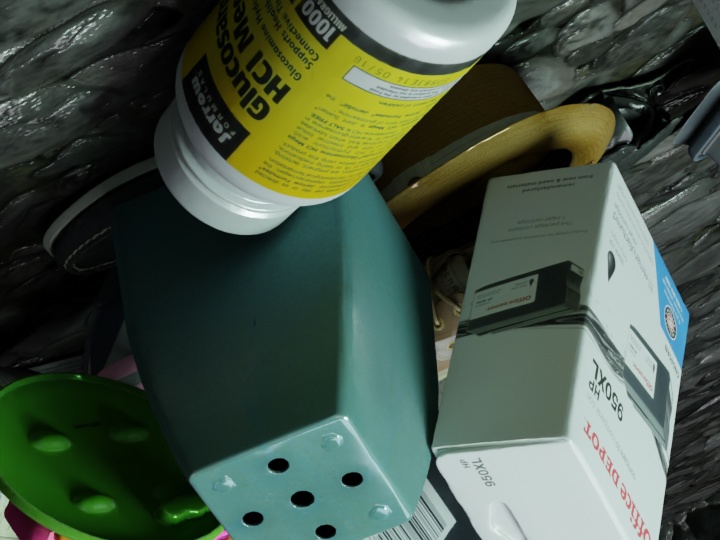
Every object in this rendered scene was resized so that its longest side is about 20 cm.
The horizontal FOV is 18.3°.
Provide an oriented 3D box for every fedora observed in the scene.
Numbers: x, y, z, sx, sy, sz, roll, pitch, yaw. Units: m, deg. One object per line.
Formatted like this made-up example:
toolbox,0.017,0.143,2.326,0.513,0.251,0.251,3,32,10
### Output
fedora,0.056,-0.069,1.373,0.200,0.082,0.201,-24,163,-8

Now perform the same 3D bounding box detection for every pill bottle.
pill bottle,-0.021,-0.103,1.096,0.112,0.113,0.200,-12,158,-40

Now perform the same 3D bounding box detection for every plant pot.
plant pot,-0.039,0.052,1.200,0.141,0.200,0.141,-22,131,12

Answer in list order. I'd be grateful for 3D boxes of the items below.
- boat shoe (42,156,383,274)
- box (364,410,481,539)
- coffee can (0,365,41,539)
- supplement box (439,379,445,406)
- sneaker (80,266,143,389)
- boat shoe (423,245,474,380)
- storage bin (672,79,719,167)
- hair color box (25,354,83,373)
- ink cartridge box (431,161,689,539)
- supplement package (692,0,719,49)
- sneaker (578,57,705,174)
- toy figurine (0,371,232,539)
boat shoe,-0.083,-0.039,1.288,0.200,0.060,0.074,-24,165,-7
box,-0.036,0.170,1.407,0.200,0.107,0.148,-8,-146,46
coffee can,-0.261,0.120,1.355,0.146,0.147,0.200,-30,163,12
supplement box,0.094,0.075,1.531,0.126,0.074,0.200,7,119,-51
sneaker,-0.128,0.086,1.372,0.082,0.200,0.070,8,179,21
boat shoe,0.061,0.017,1.389,0.200,0.074,0.066,-20,147,-15
storage bin,0.342,-0.109,1.529,0.200,0.134,0.146,-34,168,-25
hair color box,-0.170,0.159,1.515,0.111,0.200,0.064,-14,160,-35
ink cartridge box,0.118,0.062,1.265,0.084,0.200,0.145,-8,137,26
supplement package,0.308,-0.203,1.298,0.200,0.111,0.156,-23,164,-13
sneaker,0.144,-0.083,1.514,0.200,0.060,0.104,-18,161,-39
toy figurine,-0.151,0.173,1.287,0.200,0.150,0.184,-5,130,-41
